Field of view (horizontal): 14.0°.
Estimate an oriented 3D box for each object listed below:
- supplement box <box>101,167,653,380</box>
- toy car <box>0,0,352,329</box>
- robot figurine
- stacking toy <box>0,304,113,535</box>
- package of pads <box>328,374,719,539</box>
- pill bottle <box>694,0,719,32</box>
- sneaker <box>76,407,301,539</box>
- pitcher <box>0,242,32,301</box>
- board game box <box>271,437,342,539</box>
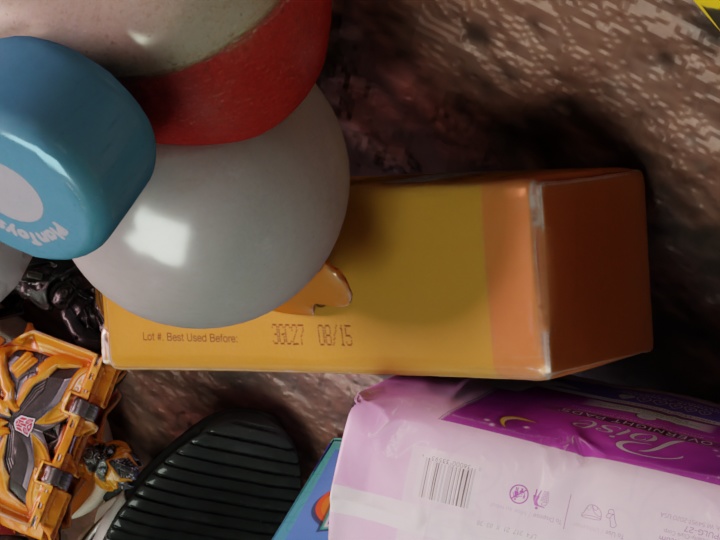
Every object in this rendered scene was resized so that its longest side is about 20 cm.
[{"bbox_3d":[0.000,0.000,1.004,0.200,0.069,0.067,0,97,37],"label":"supplement box"},{"bbox_3d":[-0.075,-0.049,0.919,0.177,0.185,0.200,11,143,29],"label":"toy car"},{"bbox_3d":[-0.180,0.044,1.138,0.200,0.145,0.058,19,171,6],"label":"robot figurine"},{"bbox_3d":[-0.206,0.111,1.200,0.146,0.200,0.146,22,144,17],"label":"stacking toy"},{"bbox_3d":[0.098,0.085,0.975,0.200,0.120,0.076,12,101,17],"label":"package of pads"},{"bbox_3d":[0.124,-0.110,0.746,0.200,0.114,0.114,47,143,-18],"label":"pill bottle"},{"bbox_3d":[-0.088,0.116,1.230,0.074,0.089,0.200,17,125,-21],"label":"sneaker"},{"bbox_3d":[-0.202,-0.077,1.044,0.171,0.121,0.200,22,155,11],"label":"pitcher"},{"bbox_3d":[0.012,0.149,1.075,0.152,0.200,0.045,0,135,39],"label":"board game box"}]
